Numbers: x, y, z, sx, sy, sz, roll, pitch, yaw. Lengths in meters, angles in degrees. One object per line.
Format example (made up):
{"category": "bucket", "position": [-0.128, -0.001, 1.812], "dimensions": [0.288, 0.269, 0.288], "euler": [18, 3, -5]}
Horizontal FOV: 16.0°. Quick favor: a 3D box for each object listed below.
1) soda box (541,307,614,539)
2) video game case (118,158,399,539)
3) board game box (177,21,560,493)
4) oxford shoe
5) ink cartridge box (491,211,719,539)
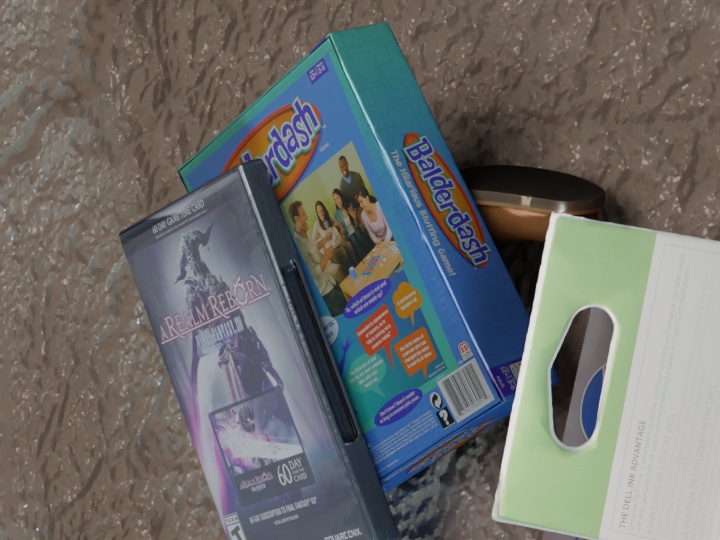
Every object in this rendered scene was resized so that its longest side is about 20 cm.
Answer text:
{"category": "soda box", "position": [0.134, 0.099, 1.191], "dimensions": [0.063, 0.070, 0.201], "euler": [8, 83, 42]}
{"category": "video game case", "position": [-0.056, 0.056, 1.323], "dimensions": [0.143, 0.019, 0.201], "euler": [-24, 86, 56]}
{"category": "board game box", "position": [0.000, 0.000, 1.288], "dimensions": [0.152, 0.045, 0.201], "euler": [-36, 76, 47]}
{"category": "oxford shoe", "position": [0.047, -0.018, 1.315], "dimensions": [0.199, 0.071, 0.072], "euler": [-1, 96, 46]}
{"category": "ink cartridge box", "position": [0.171, 0.062, 1.133], "dimensions": [0.199, 0.048, 0.147], "euler": [10, 84, 17]}
